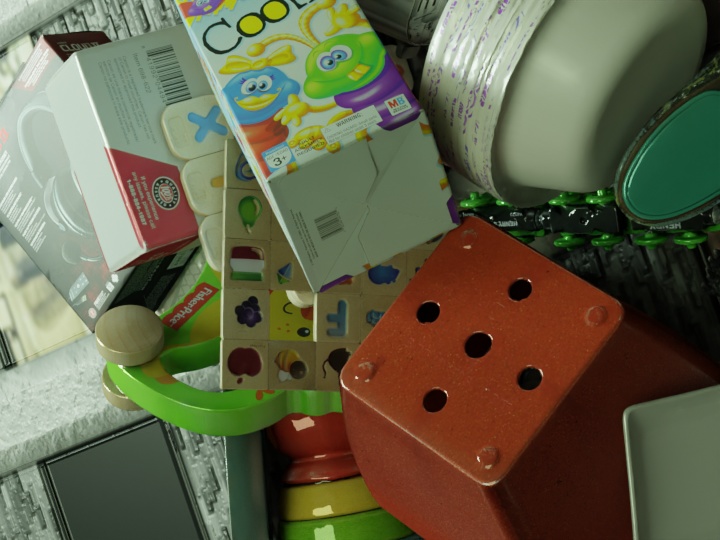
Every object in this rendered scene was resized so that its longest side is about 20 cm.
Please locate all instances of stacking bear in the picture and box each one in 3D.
[{"bbox_3d":[-0.017,0.171,1.389,0.113,0.121,0.201,-10,90,3],"label":"stacking bear"}]

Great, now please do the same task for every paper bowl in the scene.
[{"bbox_3d":[0.136,-0.130,1.167,0.104,0.200,0.201,35,117,26],"label":"paper bowl"}]

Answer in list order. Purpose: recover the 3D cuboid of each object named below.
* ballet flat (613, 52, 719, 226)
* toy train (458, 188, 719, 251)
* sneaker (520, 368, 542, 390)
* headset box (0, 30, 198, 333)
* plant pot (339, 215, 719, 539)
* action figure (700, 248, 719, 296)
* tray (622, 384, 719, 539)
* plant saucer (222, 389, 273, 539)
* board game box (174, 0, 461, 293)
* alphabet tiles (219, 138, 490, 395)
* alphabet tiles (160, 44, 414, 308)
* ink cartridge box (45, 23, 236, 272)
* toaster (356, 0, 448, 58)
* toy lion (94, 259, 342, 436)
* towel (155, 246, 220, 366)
[{"bbox_3d":[0.234,-0.105,1.159,0.200,0.074,0.074,-42,73,9],"label":"ballet flat"},{"bbox_3d":[0.154,-0.038,1.260,0.199,0.056,0.042,-1,104,36],"label":"toy train"},{"bbox_3d":[0.143,0.109,1.287,0.199,0.075,0.087,7,97,35],"label":"sneaker"},{"bbox_3d":[-0.209,-0.077,1.466,0.200,0.077,0.149,48,120,17],"label":"headset box"},{"bbox_3d":[0.101,0.083,1.182,0.199,0.176,0.200,33,81,35],"label":"plant pot"},{"bbox_3d":[0.301,0.015,1.137,0.199,0.102,0.120,24,100,32],"label":"action figure"},{"bbox_3d":[0.235,0.117,1.152,0.022,0.199,0.108,3,100,58],"label":"tray"},{"bbox_3d":[-0.082,0.162,1.409,0.027,0.200,0.201,-5,97,-2],"label":"plant saucer"},{"bbox_3d":[-0.029,-0.103,1.183,0.103,0.105,0.200,-25,47,-3],"label":"board game box"},{"bbox_3d":[0.000,0.000,1.296,0.008,0.199,0.168,166,106,-67],"label":"alphabet tiles"},{"bbox_3d":[-0.034,-0.081,1.312,0.015,0.195,0.201,-25,83,63],"label":"alphabet tiles"},{"bbox_3d":[-0.101,-0.099,1.340,0.083,0.199,0.146,-28,81,62],"label":"ink cartridge box"},{"bbox_3d":[0.043,-0.246,1.272,0.129,0.113,0.201,32,113,23],"label":"toaster"},{"bbox_3d":[-0.059,0.048,1.344,0.191,0.200,0.069,26,139,24],"label":"toy lion"},{"bbox_3d":[-0.144,-0.053,1.490,0.191,0.032,0.201,36,116,26],"label":"towel"}]
